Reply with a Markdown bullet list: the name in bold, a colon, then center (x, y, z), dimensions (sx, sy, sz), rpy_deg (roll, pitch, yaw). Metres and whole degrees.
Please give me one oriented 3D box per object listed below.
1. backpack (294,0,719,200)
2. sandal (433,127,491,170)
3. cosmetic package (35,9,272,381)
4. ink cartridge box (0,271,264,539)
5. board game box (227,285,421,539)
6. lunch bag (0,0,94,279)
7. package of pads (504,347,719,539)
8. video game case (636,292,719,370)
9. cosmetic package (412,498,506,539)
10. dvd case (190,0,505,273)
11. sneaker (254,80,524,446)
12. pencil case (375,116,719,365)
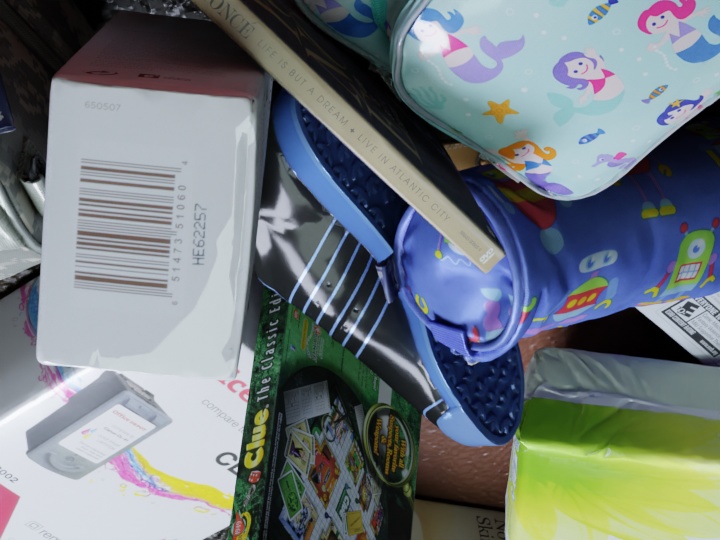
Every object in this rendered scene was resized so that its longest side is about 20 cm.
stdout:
- **backpack**: center (0.066, -0.137, 0.756), dimensions (0.199, 0.151, 0.177), rpy_deg (32, 126, -28)
- **sandal**: center (0.056, -0.041, 0.911), dimensions (0.080, 0.054, 0.200), rpy_deg (-33, 127, 24)
- **cosmetic package**: center (-0.071, -0.035, 0.735), dimensions (0.073, 0.200, 0.102), rpy_deg (6, 105, -1)
- **ink cartridge box**: center (-0.114, 0.067, 0.982), dimensions (0.199, 0.086, 0.147), rpy_deg (-29, 132, 24)
- **board game box**: center (-0.011, 0.070, 0.915), dimensions (0.023, 0.201, 0.105), rpy_deg (-23, 136, 36)
- **lunch bag**: center (-0.206, -0.044, 0.792), dimensions (0.199, 0.168, 0.139), rpy_deg (-23, 135, 16)
- **package of pads**: center (0.177, 0.112, 1.038), dimensions (0.198, 0.069, 0.155), rpy_deg (8, 148, 5)
- **video game case**: center (0.262, 0.006, 0.996), dimensions (0.181, 0.046, 0.200), rpy_deg (-32, 131, 26)
- **cosmetic package**: center (0.063, 0.195, 1.126), dimensions (0.199, 0.106, 0.071), rpy_deg (9, 134, -19)
- **dvd case**: center (-0.029, -0.095, 0.756), dimensions (0.016, 0.149, 0.200), rpy_deg (-43, 117, 11)
- **sneaker**: center (0.000, 0.000, 0.890), dimensions (0.078, 0.070, 0.201), rpy_deg (-15, 115, 39)
- **pencil case**: center (0.104, -0.014, 0.870), dimensions (0.199, 0.078, 0.087), rpy_deg (-14, 123, -40)
